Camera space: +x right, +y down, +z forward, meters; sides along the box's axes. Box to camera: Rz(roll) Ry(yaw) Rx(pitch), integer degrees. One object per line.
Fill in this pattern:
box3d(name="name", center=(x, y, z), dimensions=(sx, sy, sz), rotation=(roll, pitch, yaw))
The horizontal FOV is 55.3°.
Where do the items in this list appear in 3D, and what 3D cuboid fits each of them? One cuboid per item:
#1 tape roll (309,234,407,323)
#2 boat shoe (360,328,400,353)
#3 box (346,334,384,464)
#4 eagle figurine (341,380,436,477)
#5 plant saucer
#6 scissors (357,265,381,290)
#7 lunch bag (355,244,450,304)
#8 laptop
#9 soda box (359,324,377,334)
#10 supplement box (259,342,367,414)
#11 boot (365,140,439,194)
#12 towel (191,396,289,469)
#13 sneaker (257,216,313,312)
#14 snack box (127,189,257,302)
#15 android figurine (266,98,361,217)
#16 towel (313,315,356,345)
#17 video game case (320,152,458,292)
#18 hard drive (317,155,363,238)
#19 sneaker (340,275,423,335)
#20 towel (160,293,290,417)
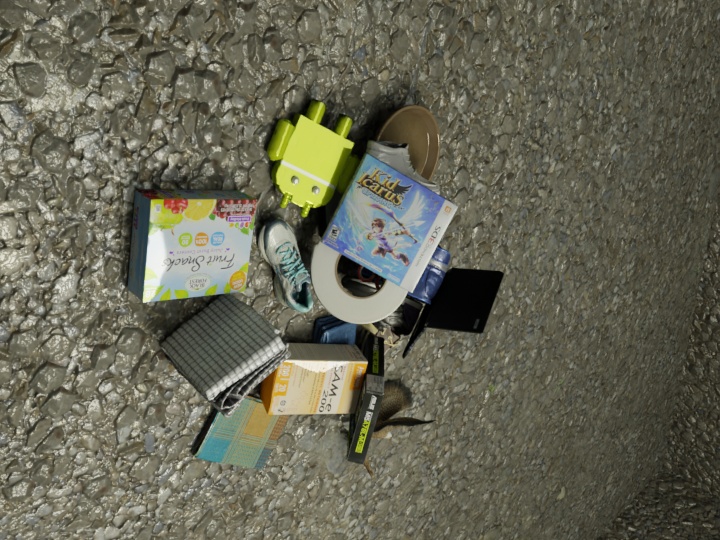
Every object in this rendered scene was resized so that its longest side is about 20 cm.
box3d(name="tape roll", center=(0.000, 0.000, 1.322), dimensions=(0.198, 0.037, 0.208), rotation=(0, 88, -9))
box3d(name="boat shoe", center=(0.067, 0.138, 1.585), dimensions=(0.072, 0.059, 0.203), rotation=(33, 85, -49))
box3d(name="box", center=(0.012, 0.276, 1.493), dimensions=(0.046, 0.201, 0.197), rotation=(10, 119, -3))
box3d(name="eagle figurine", center=(0.059, 0.360, 1.632), dimensions=(0.199, 0.152, 0.151), rotation=(-40, 172, -1))
box3d(name="plant saucer", center=(0.089, -0.236, 1.400), dimensions=(0.198, 0.029, 0.204), rotation=(-21, 123, -36))
box3d(name="scissors", center=(0.047, -0.063, 1.359), dimensions=(0.014, 0.072, 0.205), rotation=(62, 42, -85))
box3d(name="lunch bag", center=(0.083, -0.027, 1.430), dimensions=(0.136, 0.197, 0.135), rotation=(122, -8, -87))
box3d(name="laptop", center=(0.190, 0.093, 1.426), dimensions=(0.178, 0.102, 0.201), rotation=(-59, 178, -41))
box3d(name="soda box", center=(0.067, 0.043, 1.537), dimensions=(0.200, 0.063, 0.068), rotation=(-44, 135, -21))
box3d(name="supplement box", center=(-0.096, 0.222, 1.408), dimensions=(0.196, 0.074, 0.129), rotation=(4, 111, -26))
box3d(name="boot", center=(0.087, -0.197, 1.337), dimensions=(0.197, 0.073, 0.098), rotation=(3, 107, -39))
box3d(name="towel", center=(-0.239, 0.329, 1.405), dimensions=(0.199, 0.022, 0.149), rotation=(31, 88, -50))
box3d(name="sneaker", center=(-0.129, -0.008, 1.298), dimensions=(0.077, 0.086, 0.203), rotation=(-33, 129, -24))
box3d(name="snack box", center=(-0.279, -0.045, 1.148), dimensions=(0.197, 0.067, 0.172), rotation=(-4, 112, -42))
box3d(name="android figurine", center=(-0.088, -0.201, 1.257), dimensions=(0.180, 0.041, 0.203), rotation=(24, 92, -30))
box3d(name="towel", center=(-0.057, 0.197, 1.500), dimensions=(0.110, 0.048, 0.204), rotation=(-14, 118, -41))
box3d(name="video game case", center=(0.053, -0.087, 1.271), dimensions=(0.197, 0.045, 0.184), rotation=(28, 97, -7))
box3d(name="hard drive", center=(-0.004, -0.156, 1.392), dimensions=(0.198, 0.033, 0.142), rotation=(-25, 126, -34))
box3d(name="sneaker", center=(0.040, 0.078, 1.438), dimensions=(0.197, 0.075, 0.089), rotation=(24, 84, -24))
box3d(name="towel", center=(-0.231, 0.142, 1.189), dimensions=(0.165, 0.199, 0.087), rotation=(-37, 133, -23))
